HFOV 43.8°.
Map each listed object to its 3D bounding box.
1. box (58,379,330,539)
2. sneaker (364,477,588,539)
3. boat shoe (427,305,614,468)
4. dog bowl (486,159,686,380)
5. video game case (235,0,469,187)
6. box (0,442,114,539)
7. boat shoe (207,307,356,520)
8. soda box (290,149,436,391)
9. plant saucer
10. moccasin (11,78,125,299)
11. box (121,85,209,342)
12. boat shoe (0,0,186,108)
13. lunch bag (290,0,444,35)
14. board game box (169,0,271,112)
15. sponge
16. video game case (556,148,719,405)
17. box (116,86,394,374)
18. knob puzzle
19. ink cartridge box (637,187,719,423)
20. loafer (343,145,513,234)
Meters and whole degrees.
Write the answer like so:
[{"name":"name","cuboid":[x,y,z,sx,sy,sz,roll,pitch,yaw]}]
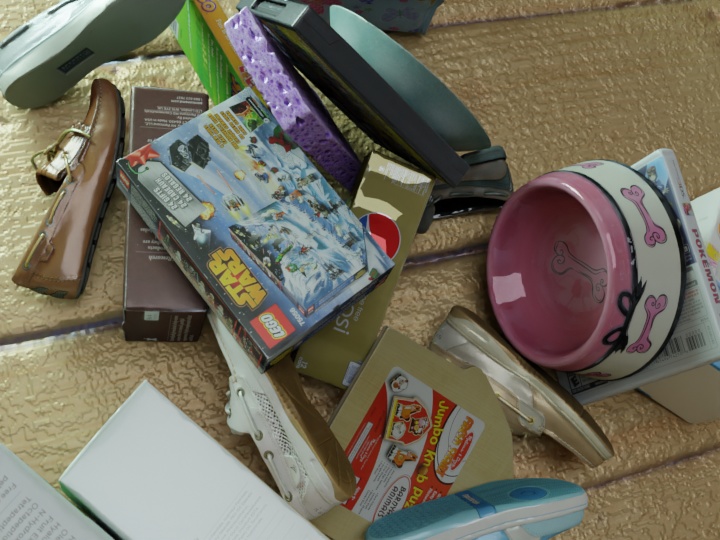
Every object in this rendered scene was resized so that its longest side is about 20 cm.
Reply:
[{"name":"box","cuboid":[-0.129,0.199,0.706,0.199,0.124,0.098,41,66,0]},{"name":"sneaker","cuboid":[0.108,0.259,0.765,0.196,0.080,0.133,-12,93,-8]},{"name":"boat shoe","cuboid":[0.146,0.120,0.841,0.199,0.074,0.069,41,99,9]},{"name":"dog bowl","cuboid":[0.191,0.001,0.811,0.073,0.200,0.204,-2,72,-31]},{"name":"video game case","cuboid":[-0.010,-0.163,0.789,0.199,0.181,0.026,40,92,-29]},{"name":"box","cuboid":[-0.255,0.250,0.612,0.171,0.199,0.201,41,67,1]},{"name":"boat shoe","cuboid":[-0.082,0.111,0.733,0.069,0.071,0.202,-35,74,14]},{"name":"soda box","cuboid":[0.000,0.000,0.800,0.063,0.068,0.203,21,90,-7]},{"name":"plant saucer","cuboid":[0.036,-0.168,0.850,0.200,0.201,0.039,41,93,1]},{"name":"moccasin","cuboid":[-0.259,-0.078,0.796,0.076,0.073,0.205,17,78,-18]},{"name":"box","cuboid":[-0.171,-0.047,0.789,0.073,0.100,0.204,4,72,-14]},{"name":"boat shoe","cuboid":[-0.251,-0.228,0.813,0.199,0.070,0.072,-30,71,9]},{"name":"lunch bag","cuboid":[0.004,-0.363,0.931,0.166,0.127,0.204,1,81,-12]},{"name":"board game box","cuboid":[-0.134,-0.199,0.852,0.030,0.096,0.202,-25,80,-21]},{"name":"sponge","cuboid":[-0.050,-0.143,0.803,0.030,0.200,0.113,-34,73,8]},{"name":"video game case","cuboid":[0.237,0.015,0.828,0.023,0.200,0.186,-3,72,-30]},{"name":"box","cuboid":[-0.085,-0.037,0.725,0.136,0.040,0.201,-34,78,-26]},{"name":"knob puzzle","cuboid":[0.053,0.173,0.797,0.215,0.030,0.225,-2,96,-19]},{"name":"ink cartridge box","cuboid":[0.347,0.026,0.887,0.127,0.125,0.202,30,67,-11]},{"name":"loafer","cuboid":[0.070,-0.068,0.881,0.197,0.072,0.064,-21,84,-23]}]
